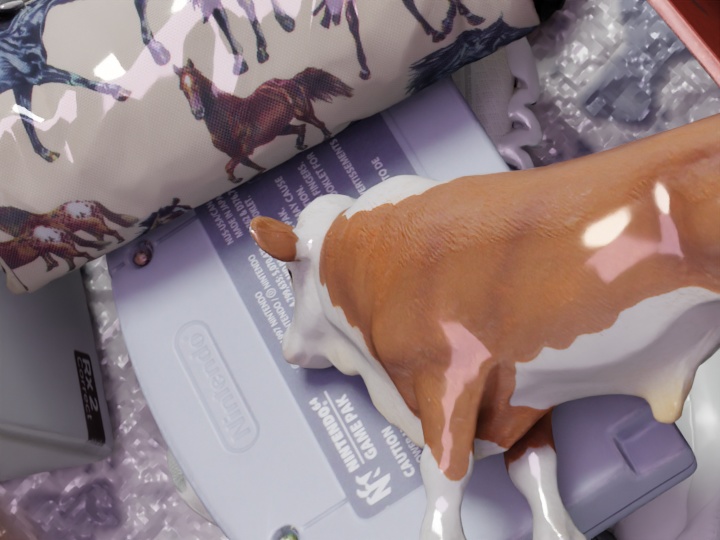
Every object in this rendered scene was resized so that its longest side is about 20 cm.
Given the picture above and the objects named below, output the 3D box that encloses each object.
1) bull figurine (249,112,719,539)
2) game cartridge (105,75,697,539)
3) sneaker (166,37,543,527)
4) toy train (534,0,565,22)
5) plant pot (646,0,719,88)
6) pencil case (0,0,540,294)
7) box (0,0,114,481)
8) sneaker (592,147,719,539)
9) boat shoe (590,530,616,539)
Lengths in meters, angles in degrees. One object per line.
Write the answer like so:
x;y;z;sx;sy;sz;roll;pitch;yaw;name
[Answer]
0.055;0.017;0.707;0.199;0.065;0.122;-19;71;31;bull figurine
-0.001;0.019;0.801;0.133;0.041;0.200;-30;54;1;game cartridge
0.000;0.000;0.870;0.081;0.075;0.201;22;85;-17;sneaker
0.090;-0.177;0.898;0.034;0.046;0.201;26;89;17;toy train
0.186;-0.111;0.794;0.200;0.176;0.200;-39;74;6;plant pot
-0.040;-0.073;0.798;0.199;0.078;0.090;-26;94;9;pencil case
-0.189;-0.027;0.871;0.130;0.200;0.200;-15;78;13;box
0.091;0.060;0.859;0.088;0.075;0.201;-9;76;29;sneaker
-0.011;0.124;0.826;0.200;0.072;0.068;-37;104;8;boat shoe
